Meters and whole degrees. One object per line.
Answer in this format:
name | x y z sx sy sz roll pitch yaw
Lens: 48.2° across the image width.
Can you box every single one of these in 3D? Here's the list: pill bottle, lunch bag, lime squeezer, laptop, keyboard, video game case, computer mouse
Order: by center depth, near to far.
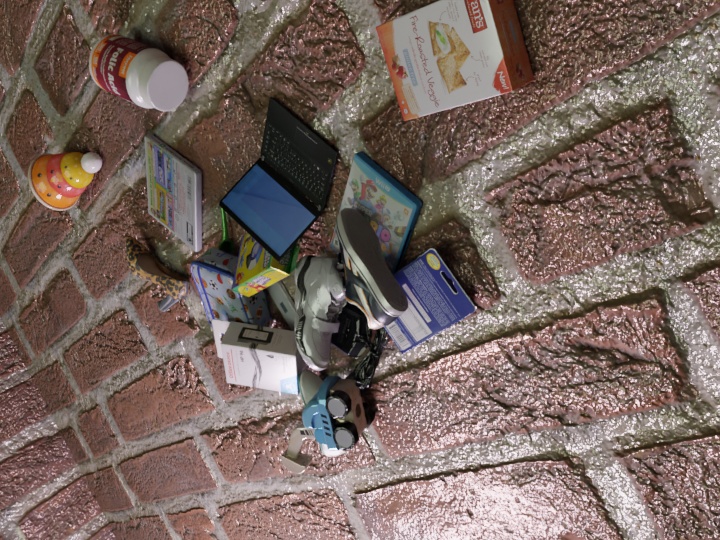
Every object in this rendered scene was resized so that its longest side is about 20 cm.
video game case | 0.021 -0.075 1.332 0.143 0.018 0.203 42 137 24
laptop | -0.148 -0.160 1.401 0.177 0.102 0.203 41 137 23
computer mouse | -0.026 0.106 1.455 0.198 0.052 0.141 34 114 30
pill bottle | -0.433 -0.385 1.573 0.198 0.113 0.117 27 130 35
keyboard | -0.150 0.071 1.617 0.203 0.011 0.056 59 146 4
lunch bag | -0.269 0.058 1.658 0.157 0.076 0.204 16 133 30
lime squeezer | -0.286 -0.045 1.686 0.202 0.037 0.072 109 152 -44
video game case | -0.405 -0.168 1.745 0.181 0.022 0.203 35 135 29

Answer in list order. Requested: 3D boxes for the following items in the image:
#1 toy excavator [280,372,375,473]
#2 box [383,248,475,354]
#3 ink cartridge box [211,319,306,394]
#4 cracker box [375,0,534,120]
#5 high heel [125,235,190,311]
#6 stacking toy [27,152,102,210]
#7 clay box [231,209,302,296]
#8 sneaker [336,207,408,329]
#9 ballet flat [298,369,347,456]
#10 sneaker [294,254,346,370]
toy excavator | -0.076 0.298 1.550 0.196 0.100 0.199 -3 109 28
box | 0.098 0.047 1.297 0.122 0.032 0.199 54 138 0
ink cartridge box | -0.212 0.173 1.618 0.195 0.069 0.118 8 131 10
cracker box | 0.121 -0.288 1.064 0.198 0.057 0.137 -5 109 48
high heel | -0.471 -0.015 1.880 0.142 0.071 0.203 -31 90 44
stacking toy | -0.705 -0.245 1.972 0.197 0.146 0.149 -20 98 34
clay box | -0.171 -0.033 1.493 0.199 0.047 0.118 -27 48 54
sneaker | 0.000 0.000 1.295 0.079 0.077 0.203 -44 61 38
ballet flat | -0.066 0.285 1.616 0.068 0.069 0.204 6 121 45
sneaker | -0.054 0.068 1.393 0.113 0.074 0.206 -10 81 37
